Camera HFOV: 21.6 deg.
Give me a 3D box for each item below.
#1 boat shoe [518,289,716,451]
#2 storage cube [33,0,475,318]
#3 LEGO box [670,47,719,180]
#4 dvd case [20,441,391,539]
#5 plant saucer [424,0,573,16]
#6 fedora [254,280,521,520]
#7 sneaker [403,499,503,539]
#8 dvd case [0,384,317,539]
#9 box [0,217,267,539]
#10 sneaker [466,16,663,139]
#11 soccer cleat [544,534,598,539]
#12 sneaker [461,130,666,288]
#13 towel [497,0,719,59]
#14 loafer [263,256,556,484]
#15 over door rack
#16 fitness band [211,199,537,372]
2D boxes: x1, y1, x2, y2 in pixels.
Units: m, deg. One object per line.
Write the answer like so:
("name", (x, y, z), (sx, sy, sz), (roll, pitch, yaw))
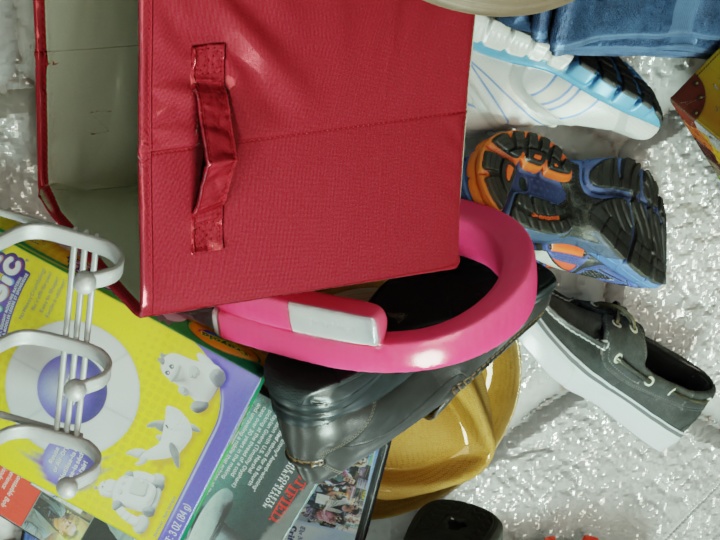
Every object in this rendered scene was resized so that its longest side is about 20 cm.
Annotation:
("boat shoe", (0.153, 0.048, 1.179), (0.057, 0.069, 0.200), (-43, 133, 13))
("storage cube", (-0.058, -0.095, 0.966), (0.178, 0.200, 0.173), (-9, 115, -25))
("LEGO box", (0.299, -0.118, 1.140), (0.200, 0.077, 0.149), (-46, 144, 1))
("dvd case", (-0.092, 0.133, 1.099), (0.198, 0.018, 0.144), (16, 107, 3))
("plant saucer", (0.051, -0.216, 0.913), (0.198, 0.202, 0.029), (0, 156, -22))
("fedora", (0.019, 0.081, 1.136), (0.199, 0.082, 0.203), (-9, 116, -19))
("sneaker", (0.028, 0.226, 1.108), (0.075, 0.199, 0.115), (12, 113, 18))
("dvd case", (-0.128, 0.102, 1.068), (0.199, 0.022, 0.147), (31, 100, 1))
("box", (-0.161, 0.055, 1.030), (0.199, 0.048, 0.118), (28, 101, 2))
("sneaker", (0.084, -0.108, 1.097), (0.198, 0.075, 0.087), (20, 115, -23))
("soccer cleat", (0.112, 0.219, 1.248), (0.198, 0.069, 0.078), (7, 114, -17))
("sneaker", (0.117, -0.034, 1.140), (0.199, 0.078, 0.076), (21, 65, -41))
("towel", (0.169, -0.176, 1.072), (0.199, 0.048, 0.113), (-3, 114, -42))
("loafer", (0.030, 0.049, 1.056), (0.199, 0.073, 0.073), (-24, 126, -31))
("over door rack", (-0.218, 0.023, 0.943), (0.198, 0.067, 0.149), (23, 128, 13))
("fitness band", (0.000, 0.000, 1.030), (0.143, 0.198, 0.038), (-40, 134, -47))
